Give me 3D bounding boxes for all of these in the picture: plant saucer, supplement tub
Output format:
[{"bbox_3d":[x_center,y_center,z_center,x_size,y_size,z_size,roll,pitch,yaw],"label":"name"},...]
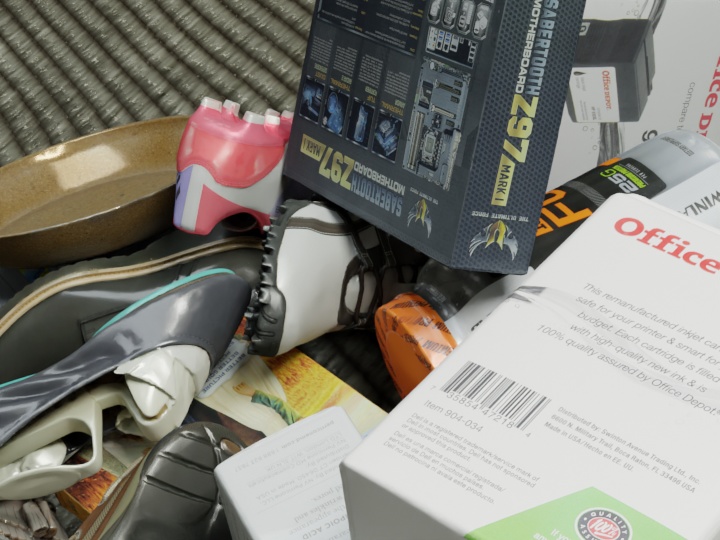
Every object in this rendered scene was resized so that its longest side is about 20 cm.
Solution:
[{"bbox_3d":[-0.167,-0.045,1.257,0.199,0.036,0.200,-14,19,5],"label":"plant saucer"},{"bbox_3d":[0.116,0.018,1.074,0.200,0.123,0.123,-27,37,-14],"label":"supplement tub"}]

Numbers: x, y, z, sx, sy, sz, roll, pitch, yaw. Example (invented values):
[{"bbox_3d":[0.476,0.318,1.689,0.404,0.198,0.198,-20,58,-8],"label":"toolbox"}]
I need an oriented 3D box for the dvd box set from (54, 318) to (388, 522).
[{"bbox_3d":[-0.047,0.118,1.048,0.146,0.029,0.200,-42,52,-19],"label":"dvd box set"}]

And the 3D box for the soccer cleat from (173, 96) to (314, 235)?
[{"bbox_3d":[-0.050,-0.054,1.190,0.067,0.077,0.200,23,7,22],"label":"soccer cleat"}]

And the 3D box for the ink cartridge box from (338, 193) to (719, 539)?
[{"bbox_3d":[0.111,0.074,0.849,0.145,0.084,0.200,27,53,31],"label":"ink cartridge box"}]

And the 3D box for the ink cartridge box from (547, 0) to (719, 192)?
[{"bbox_3d":[0.118,-0.111,1.163,0.199,0.146,0.084,-3,32,-27],"label":"ink cartridge box"}]

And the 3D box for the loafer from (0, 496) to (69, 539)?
[{"bbox_3d":[-0.207,0.121,1.101,0.200,0.072,0.063,28,87,48],"label":"loafer"}]

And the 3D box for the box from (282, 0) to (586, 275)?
[{"bbox_3d":[0.034,-0.099,1.042,0.051,0.158,0.200,6,13,-28],"label":"box"}]

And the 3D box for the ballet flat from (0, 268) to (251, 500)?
[{"bbox_3d":[-0.136,0.071,1.047,0.199,0.073,0.073,-26,37,-9],"label":"ballet flat"}]

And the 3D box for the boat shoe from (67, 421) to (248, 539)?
[{"bbox_3d":[-0.122,0.163,0.975,0.200,0.076,0.074,-52,15,-23],"label":"boat shoe"}]

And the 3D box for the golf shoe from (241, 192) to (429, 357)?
[{"bbox_3d":[0.000,0.000,1.105,0.094,0.078,0.200,17,24,12],"label":"golf shoe"}]

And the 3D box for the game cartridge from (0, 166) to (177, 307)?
[{"bbox_3d":[-0.182,-0.016,1.316,0.200,0.041,0.133,-31,42,-18],"label":"game cartridge"}]

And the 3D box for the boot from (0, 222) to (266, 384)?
[{"bbox_3d":[-0.130,0.060,1.171,0.199,0.078,0.139,-27,51,8],"label":"boot"}]

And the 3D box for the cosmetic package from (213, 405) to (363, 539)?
[{"bbox_3d":[0.011,0.169,0.900,0.074,0.102,0.200,-27,53,-13],"label":"cosmetic package"}]
